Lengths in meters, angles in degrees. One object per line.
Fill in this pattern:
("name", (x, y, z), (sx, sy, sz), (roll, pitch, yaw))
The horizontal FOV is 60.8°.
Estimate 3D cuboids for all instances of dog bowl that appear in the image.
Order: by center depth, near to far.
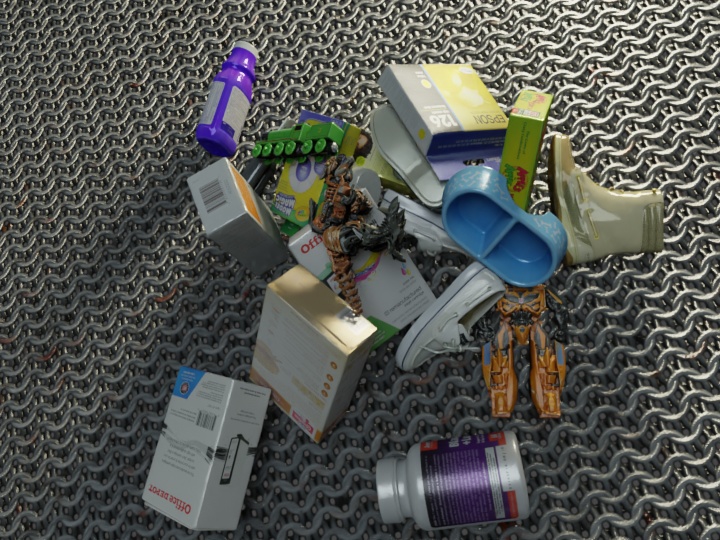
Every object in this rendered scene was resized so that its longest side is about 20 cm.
("dog bowl", (0.196, -0.055, 0.855), (0.198, 0.112, 0.050), (36, 39, -2))

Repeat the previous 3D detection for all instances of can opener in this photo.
("can opener", (-0.158, -0.173, 1.064), (0.066, 0.053, 0.203), (30, 83, 24))

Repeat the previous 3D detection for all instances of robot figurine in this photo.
("robot figurine", (0.236, 0.108, 0.891), (0.140, 0.058, 0.207), (-2, 74, 10))

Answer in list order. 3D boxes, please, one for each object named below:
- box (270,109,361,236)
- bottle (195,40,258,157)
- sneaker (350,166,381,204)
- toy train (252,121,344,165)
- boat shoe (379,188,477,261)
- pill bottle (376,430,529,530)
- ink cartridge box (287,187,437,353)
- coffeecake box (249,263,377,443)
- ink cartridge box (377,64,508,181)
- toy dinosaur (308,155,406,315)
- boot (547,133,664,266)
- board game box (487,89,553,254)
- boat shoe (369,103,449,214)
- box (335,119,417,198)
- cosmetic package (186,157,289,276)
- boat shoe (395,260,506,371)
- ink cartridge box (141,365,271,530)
("box", (-0.080, -0.148, 0.998), (0.116, 0.048, 0.206), (25, 101, 43))
("bottle", (-0.235, -0.312, 1.107), (0.063, 0.084, 0.206), (11, 77, 15))
("sneaker", (-0.025, -0.067, 1.004), (0.088, 0.074, 0.206), (23, 97, 55))
("toy train", (-0.103, -0.203, 0.974), (0.196, 0.041, 0.058), (7, 76, 44))
("boat shoe", (0.113, -0.056, 0.969), (0.197, 0.073, 0.067), (32, 99, 21))
("pill bottle", (0.123, 0.289, 0.835), (0.193, 0.112, 0.115), (-10, 71, 9))
("ink cartridge box", (0.000, 0.000, 0.919), (0.143, 0.084, 0.203), (-35, 98, -1))
("coffeecake box", (-0.075, 0.123, 0.884), (0.152, 0.203, 0.073), (37, 43, 20))
("ink cartridge box", (0.149, -0.240, 0.963), (0.194, 0.047, 0.203), (-13, 62, -38))
("toy dinosaur", (-0.005, -0.051, 0.835), (0.131, 0.102, 0.207), (-4, 106, 9))
("boot", (0.366, -0.116, 0.921), (0.150, 0.073, 0.207), (-7, 74, 11))
("board game box", (0.227, -0.139, 0.882), (0.046, 0.205, 0.102), (15, 37, 16))
("boat shoe", (0.081, -0.173, 0.954), (0.074, 0.062, 0.202), (-38, 69, 3))
("box", (0.027, -0.186, 1.030), (0.195, 0.050, 0.077), (20, 79, 17))
("cosmetic package", (-0.186, -0.077, 0.964), (0.070, 0.200, 0.104), (-26, 70, 2))
("boat shoe", (0.138, 0.089, 0.893), (0.203, 0.074, 0.086), (-48, 59, 10))
("ink cartridge box", (-0.228, 0.259, 0.911), (0.143, 0.083, 0.206), (3, 75, 41))
